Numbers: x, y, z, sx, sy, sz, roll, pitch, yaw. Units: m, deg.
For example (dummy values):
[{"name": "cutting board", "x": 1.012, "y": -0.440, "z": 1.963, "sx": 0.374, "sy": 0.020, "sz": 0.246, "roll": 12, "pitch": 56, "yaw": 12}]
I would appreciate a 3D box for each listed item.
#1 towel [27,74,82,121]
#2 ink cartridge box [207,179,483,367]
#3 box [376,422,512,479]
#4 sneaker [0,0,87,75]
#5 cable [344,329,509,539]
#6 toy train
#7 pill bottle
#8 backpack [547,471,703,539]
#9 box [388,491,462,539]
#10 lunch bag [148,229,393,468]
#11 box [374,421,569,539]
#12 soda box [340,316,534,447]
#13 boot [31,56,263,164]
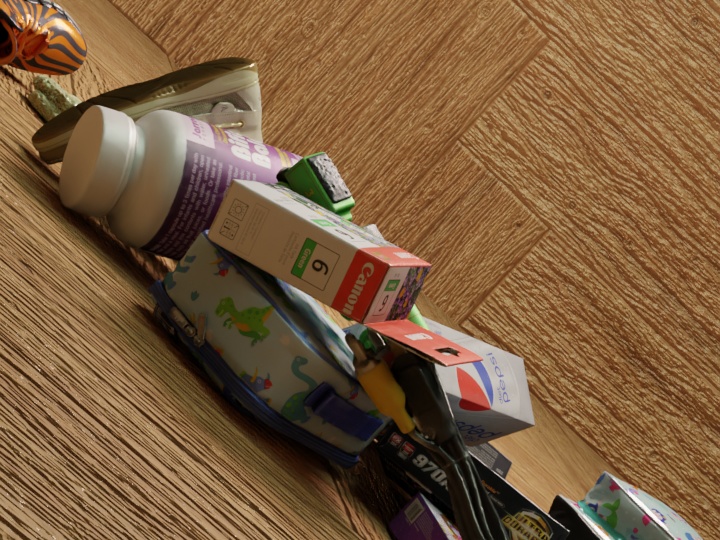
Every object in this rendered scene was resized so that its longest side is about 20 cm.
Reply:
[{"name": "towel", "x": -0.218, "y": -0.097, "z": 1.844, "sx": 0.200, "sy": 0.037, "sz": 0.148, "roll": 47, "pitch": 6, "yaw": 32}, {"name": "ink cartridge box", "x": -0.001, "y": 0.001, "z": 1.432, "sx": 0.199, "sy": 0.051, "sz": 0.109, "roll": 28, "pitch": 8, "yaw": 16}, {"name": "box", "x": 0.035, "y": 0.129, "z": 1.756, "sx": 0.110, "sy": 0.035, "sz": 0.200, "roll": 12, "pitch": -21, "yaw": 46}, {"name": "sneaker", "x": -0.320, "y": -0.210, "z": 1.821, "sx": 0.199, "sy": 0.078, "sz": 0.112, "roll": 25, "pitch": 20, "yaw": -42}, {"name": "cable", "x": 0.052, "y": 0.128, "z": 1.445, "sx": 0.201, "sy": 0.050, "sz": 0.097, "roll": 65, "pitch": 16, "yaw": 1}, {"name": "toy train", "x": 0.000, "y": 0.000, "z": 1.520, "sx": 0.042, "sy": 0.056, "sz": 0.201, "roll": -23, "pitch": 78, "yaw": -53}, {"name": "pill bottle", "x": -0.131, "y": -0.061, "z": 1.576, "sx": 0.199, "sy": 0.113, "sz": 0.112, "roll": 18, "pitch": 17, "yaw": -27}, {"name": "backpack", "x": 0.245, "y": 0.284, "z": 1.797, "sx": 0.178, "sy": 0.151, "sz": 0.200, "roll": 45, "pitch": 0, "yaw": 33}, {"name": "box", "x": 0.101, "y": 0.251, "z": 1.441, "sx": 0.137, "sy": 0.039, "sz": 0.200, "roll": 41, "pitch": 5, "yaw": -22}, {"name": "lunch bag", "x": -0.059, "y": 0.062, "z": 1.488, "sx": 0.161, "sy": 0.083, "sz": 0.200, "roll": 46, "pitch": 4, "yaw": 28}, {"name": "box", "x": 0.088, "y": 0.185, "z": 1.593, "sx": 0.159, "sy": 0.046, "sz": 0.200, "roll": 38, "pitch": -8, "yaw": 11}, {"name": "soda box", "x": 0.064, "y": 0.090, "z": 1.649, "sx": 0.199, "sy": 0.068, "sz": 0.064, "roll": 24, "pitch": 51, "yaw": -52}, {"name": "boot", "x": -0.163, "y": -0.078, "z": 1.660, "sx": 0.072, "sy": 0.198, "sz": 0.156, "roll": 29, "pitch": -45, "yaw": 61}]
